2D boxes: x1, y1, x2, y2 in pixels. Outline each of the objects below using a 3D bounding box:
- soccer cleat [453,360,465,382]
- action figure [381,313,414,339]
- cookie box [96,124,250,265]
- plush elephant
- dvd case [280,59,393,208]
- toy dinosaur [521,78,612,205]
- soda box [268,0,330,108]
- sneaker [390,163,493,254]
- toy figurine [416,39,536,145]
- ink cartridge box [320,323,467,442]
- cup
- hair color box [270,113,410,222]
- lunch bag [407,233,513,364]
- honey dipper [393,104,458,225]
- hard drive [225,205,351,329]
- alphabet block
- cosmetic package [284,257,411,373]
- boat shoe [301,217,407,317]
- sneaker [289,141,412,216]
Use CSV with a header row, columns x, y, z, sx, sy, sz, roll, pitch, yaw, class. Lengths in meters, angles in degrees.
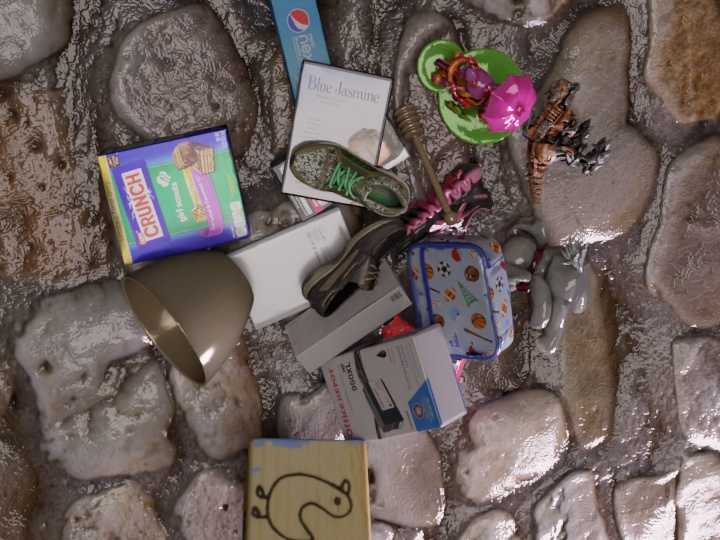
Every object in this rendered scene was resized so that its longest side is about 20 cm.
x,y,z,sx,sy,sz,roll,pitch,yaw,class
0.136,0.162,1.518,0.076,0.067,0.203,26,104,18,soccer cleat
0.061,0.155,1.506,0.064,0.052,0.204,-3,98,-13,action figure
-0.282,-0.116,1.390,0.197,0.075,0.174,-13,104,-4,cookie box
0.281,0.006,1.464,0.165,0.153,0.202,-47,147,-35,plush elephant
-0.036,-0.203,1.371,0.140,0.018,0.203,9,102,-10,dvd case
0.310,-0.204,1.443,0.133,0.103,0.201,3,143,-17,toy dinosaur
-0.087,-0.339,1.377,0.067,0.064,0.203,-15,103,-5,soda box
0.131,-0.080,1.462,0.199,0.079,0.096,-37,115,2,sneaker
0.187,-0.275,1.367,0.199,0.184,0.151,34,95,-12,toy figurine
0.049,0.182,1.424,0.198,0.084,0.147,-20,88,39,ink cartridge box
-0.246,0.052,1.385,0.143,0.199,0.202,-38,105,-25,cup
-0.032,-0.172,1.421,0.198,0.061,0.100,-31,104,-1,hair color box
0.151,0.045,1.406,0.158,0.075,0.203,2,109,34,lunch bag
0.103,-0.161,1.411,0.037,0.038,0.203,-20,78,-3,honey dipper
-0.102,-0.004,1.462,0.197,0.027,0.134,-23,104,-3,hard drive
-0.089,0.396,1.419,0.192,0.202,0.198,1,143,-8,alphabet block
-0.021,0.072,1.447,0.199,0.083,0.051,-34,131,6,cosmetic package
0.000,0.000,1.409,0.199,0.074,0.074,-40,64,16,boat shoe
-0.008,-0.132,1.337,0.197,0.089,0.078,18,101,-13,sneaker
